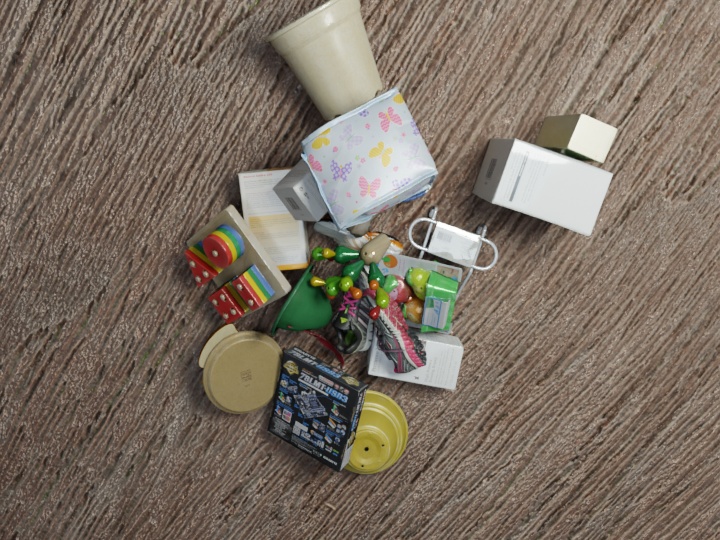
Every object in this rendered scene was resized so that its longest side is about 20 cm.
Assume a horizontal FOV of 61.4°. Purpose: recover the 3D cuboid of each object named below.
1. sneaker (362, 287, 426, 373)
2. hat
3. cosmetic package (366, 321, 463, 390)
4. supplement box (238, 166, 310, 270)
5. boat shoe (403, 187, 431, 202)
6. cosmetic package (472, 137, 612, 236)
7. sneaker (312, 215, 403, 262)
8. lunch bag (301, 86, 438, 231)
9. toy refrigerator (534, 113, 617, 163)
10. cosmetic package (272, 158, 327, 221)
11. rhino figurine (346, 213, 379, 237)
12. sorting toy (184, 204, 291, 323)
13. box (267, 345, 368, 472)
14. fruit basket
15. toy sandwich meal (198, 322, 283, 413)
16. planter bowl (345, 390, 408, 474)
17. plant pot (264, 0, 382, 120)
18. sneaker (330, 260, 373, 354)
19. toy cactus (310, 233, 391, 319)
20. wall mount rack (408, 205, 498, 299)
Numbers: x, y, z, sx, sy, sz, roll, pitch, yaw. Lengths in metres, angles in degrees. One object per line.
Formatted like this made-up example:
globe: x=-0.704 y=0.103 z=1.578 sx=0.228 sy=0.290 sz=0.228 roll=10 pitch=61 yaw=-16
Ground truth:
sneaker: x=0.058 y=0.126 z=1.220 sx=0.073 sy=0.081 sz=0.203 roll=-26 pitch=107 yaw=20
hat: x=-0.071 y=0.104 z=1.245 sx=0.174 sy=0.200 sz=0.168 roll=33 pitch=94 yaw=-1
cosmetic package: x=0.115 y=0.184 z=1.314 sx=0.194 sy=0.074 sz=0.105 roll=9 pitch=101 yaw=-4
supplement box: x=-0.174 y=-0.106 z=1.248 sx=0.122 sy=0.074 sz=0.207 roll=-4 pitch=102 yaw=1
boat shoe: x=0.050 y=-0.175 z=1.236 sx=0.194 sy=0.072 sz=0.075 roll=-6 pitch=100 yaw=7
cosmetic package: x=0.344 y=-0.169 z=1.176 sx=0.195 sy=0.200 sz=0.126 roll=19 pitch=102 yaw=-5
sneaker: x=-0.013 y=-0.046 z=1.265 sx=0.195 sy=0.076 sz=0.094 roll=21 pitch=106 yaw=-4
lunch bag: x=0.010 y=-0.187 z=1.057 sx=0.196 sy=0.127 sz=0.173 roll=-28 pitch=86 yaw=-6
toy refrigerator: x=0.404 y=-0.250 z=1.160 sx=0.074 sy=0.200 sz=0.072 roll=20 pitch=102 yaw=-6
cosmetic package: x=-0.063 y=-0.195 z=1.169 sx=0.200 sy=0.107 sz=0.085 roll=-47 pitch=116 yaw=-18
rhino figurine: x=0.028 y=-0.153 z=1.160 sx=0.059 sy=0.088 sz=0.203 roll=29 pitch=101 yaw=0
sorting toy: x=-0.264 y=0.002 z=1.213 sx=0.198 sy=0.070 sz=0.201 roll=-25 pitch=104 yaw=48
box: x=-0.095 y=0.294 z=1.295 sx=0.196 sy=0.049 sz=0.204 roll=22 pitch=109 yaw=22
fruit basket: x=0.102 y=0.052 z=1.250 sx=0.194 sy=0.095 sz=0.189 roll=8 pitch=130 yaw=5
toy sandwich meal: x=-0.260 y=0.212 z=1.316 sx=0.199 sy=0.070 sz=0.212 roll=-7 pitch=107 yaw=-23
planter bowl: x=0.013 y=0.380 z=1.347 sx=0.194 sy=0.084 sz=0.207 roll=0 pitch=102 yaw=0
plant pot: x=-0.053 y=-0.398 z=1.143 sx=0.197 sy=0.201 sz=0.186 roll=-27 pitch=113 yaw=5
sneaker: x=-0.017 y=0.084 z=1.243 sx=0.072 sy=0.087 sz=0.206 roll=15 pitch=115 yaw=31
toy cactus: x=0.000 y=0.000 z=1.168 sx=0.165 sy=0.198 sz=0.104 roll=-43 pitch=140 yaw=-21
wall mount rack: x=0.180 y=-0.031 z=1.272 sx=0.195 sy=0.075 sz=0.178 roll=19 pitch=98 yaw=-4
